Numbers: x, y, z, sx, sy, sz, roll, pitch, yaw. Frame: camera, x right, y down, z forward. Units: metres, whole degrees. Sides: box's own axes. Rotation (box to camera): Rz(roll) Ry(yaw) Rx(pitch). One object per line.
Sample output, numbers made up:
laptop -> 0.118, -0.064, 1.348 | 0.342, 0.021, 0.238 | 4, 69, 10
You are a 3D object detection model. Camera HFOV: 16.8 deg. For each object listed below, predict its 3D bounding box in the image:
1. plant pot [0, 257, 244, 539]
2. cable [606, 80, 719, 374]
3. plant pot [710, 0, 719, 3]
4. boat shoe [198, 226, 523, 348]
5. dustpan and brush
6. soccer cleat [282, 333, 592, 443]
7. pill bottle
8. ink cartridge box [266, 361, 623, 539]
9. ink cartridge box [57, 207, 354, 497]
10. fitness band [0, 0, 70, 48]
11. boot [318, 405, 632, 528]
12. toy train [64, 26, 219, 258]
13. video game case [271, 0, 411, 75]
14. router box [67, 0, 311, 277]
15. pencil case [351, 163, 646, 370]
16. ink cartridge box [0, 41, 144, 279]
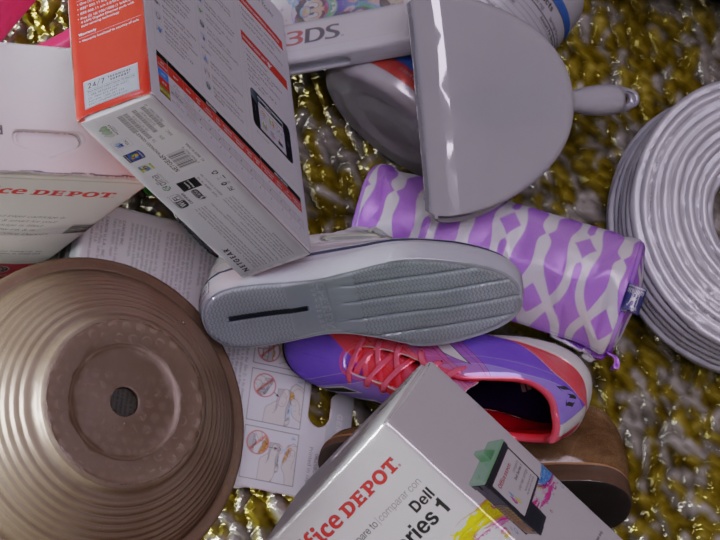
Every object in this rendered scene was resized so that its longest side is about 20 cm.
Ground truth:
plant pot -> -0.155, 0.085, 1.452 | 0.199, 0.093, 0.203 | 5, 77, -22
cable -> 0.261, -0.028, 1.606 | 0.199, 0.069, 0.201 | 26, 74, 0
plant pot -> 0.312, -0.268, 1.608 | 0.176, 0.199, 0.202 | 24, 72, -28
boat shoe -> 0.000, 0.000, 1.495 | 0.198, 0.074, 0.067 | -1, 39, 3
dustpan and brush -> 0.107, -0.105, 1.535 | 0.198, 0.057, 0.141 | -5, 90, -29
soccer cleat -> 0.043, 0.064, 1.512 | 0.198, 0.073, 0.069 | 12, 111, 11
pill bottle -> 0.076, -0.167, 1.596 | 0.112, 0.112, 0.200 | 37, 73, 3
ink cartridge box -> 0.059, 0.179, 1.471 | 0.200, 0.145, 0.084 | 43, 33, 0
ink cartridge box -> -0.102, 0.058, 1.557 | 0.199, 0.057, 0.164 | 15, 72, -25
fitness band -> -0.179, -0.172, 1.544 | 0.200, 0.143, 0.038 | -57, 133, -42
boot -> 0.072, 0.117, 1.556 | 0.198, 0.074, 0.076 | 6, 47, -4
toy train -> -0.135, -0.084, 1.559 | 0.056, 0.042, 0.200 | -42, 67, -11
video game case -> -0.042, -0.218, 1.580 | 0.181, 0.024, 0.202 | -8, 64, 23
router box -> -0.100, -0.120, 1.427 | 0.049, 0.200, 0.181 | -19, 57, 18
pencil case -> 0.085, -0.003, 1.551 | 0.198, 0.084, 0.086 | 18, 93, 11
ink cartridge box -> -0.230, -0.063, 1.461 | 0.145, 0.200, 0.086 | 2, 73, -33
